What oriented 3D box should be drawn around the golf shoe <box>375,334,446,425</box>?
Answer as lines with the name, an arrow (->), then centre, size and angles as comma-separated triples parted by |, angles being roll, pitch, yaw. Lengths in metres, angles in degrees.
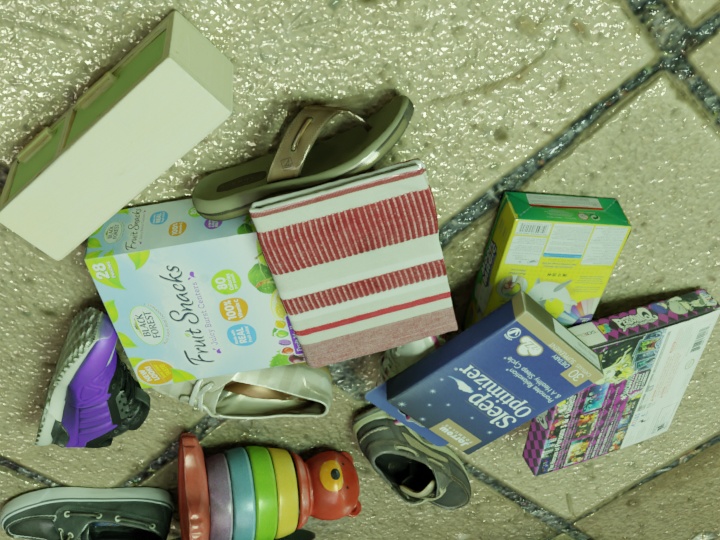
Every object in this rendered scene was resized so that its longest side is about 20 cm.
golf shoe -> 0.052, 0.093, 0.900 | 0.090, 0.076, 0.201 | -13, 130, 9

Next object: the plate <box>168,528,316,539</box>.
plate -> -0.148, 0.320, 1.020 | 0.197, 0.026, 0.200 | -4, 174, 0

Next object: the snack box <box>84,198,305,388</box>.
snack box -> -0.124, 0.016, 0.812 | 0.197, 0.068, 0.170 | -9, 132, 2

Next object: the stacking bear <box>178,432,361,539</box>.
stacking bear -> -0.096, 0.243, 0.991 | 0.197, 0.123, 0.114 | -2, 146, -17

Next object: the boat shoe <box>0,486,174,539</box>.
boat shoe -> -0.314, 0.289, 1.031 | 0.197, 0.057, 0.069 | -4, 132, -4

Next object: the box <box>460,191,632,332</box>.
box -> 0.171, 0.020, 0.868 | 0.116, 0.049, 0.202 | 3, 128, -11

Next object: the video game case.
video game case -> 0.268, 0.121, 0.941 | 0.179, 0.036, 0.202 | -15, 136, -18

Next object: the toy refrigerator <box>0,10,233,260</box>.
toy refrigerator -> -0.192, -0.102, 0.694 | 0.199, 0.076, 0.070 | -35, 127, 23

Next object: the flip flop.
flip flop -> -0.051, -0.099, 0.724 | 0.198, 0.081, 0.058 | -17, 117, 15

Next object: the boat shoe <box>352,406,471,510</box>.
boat shoe -> 0.060, 0.231, 1.018 | 0.074, 0.074, 0.200 | -34, 127, 21

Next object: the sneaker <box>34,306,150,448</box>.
sneaker -> -0.248, 0.112, 0.879 | 0.098, 0.070, 0.201 | 17, 135, -20

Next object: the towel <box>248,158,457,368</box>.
towel -> 0.000, 0.000, 0.752 | 0.142, 0.023, 0.201 | -15, 136, 1

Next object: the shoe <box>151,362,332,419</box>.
shoe -> -0.122, 0.114, 0.906 | 0.197, 0.054, 0.070 | 7, 130, -13

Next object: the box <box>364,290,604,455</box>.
box -> 0.112, 0.109, 0.845 | 0.121, 0.033, 0.199 | 36, 124, -29
